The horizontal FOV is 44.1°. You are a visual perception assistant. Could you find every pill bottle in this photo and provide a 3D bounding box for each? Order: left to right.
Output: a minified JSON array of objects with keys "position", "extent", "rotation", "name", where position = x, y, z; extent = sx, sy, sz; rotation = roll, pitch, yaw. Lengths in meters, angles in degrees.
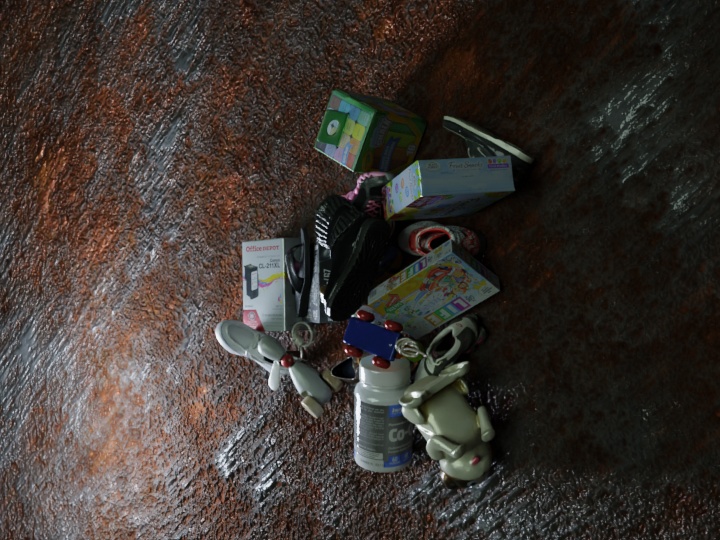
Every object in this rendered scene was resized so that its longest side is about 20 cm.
[{"position":[0.044,0.266,1.675],"extent":[0.114,0.114,0.201],"rotation":[16,113,42],"name":"pill bottle"}]

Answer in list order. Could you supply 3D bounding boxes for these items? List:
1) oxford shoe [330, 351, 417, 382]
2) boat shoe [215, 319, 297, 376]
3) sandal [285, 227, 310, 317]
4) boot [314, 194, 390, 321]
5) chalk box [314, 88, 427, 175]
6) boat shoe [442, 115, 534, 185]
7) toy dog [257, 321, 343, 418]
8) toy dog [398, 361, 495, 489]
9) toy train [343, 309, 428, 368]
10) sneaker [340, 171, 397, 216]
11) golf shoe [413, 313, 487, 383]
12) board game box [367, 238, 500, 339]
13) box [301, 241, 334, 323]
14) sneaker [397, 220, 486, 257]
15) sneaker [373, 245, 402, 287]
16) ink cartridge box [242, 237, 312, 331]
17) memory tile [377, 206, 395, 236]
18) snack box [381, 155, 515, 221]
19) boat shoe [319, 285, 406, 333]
[{"position":[0.027,0.188,1.744],"extent":[0.200,0.073,0.072],"rotation":[-23,73,40],"name":"oxford shoe"},{"position":[-0.214,0.160,1.901],"extent":[0.065,0.200,0.074],"rotation":[-20,48,49],"name":"boat shoe"},{"position":[-0.128,0.009,1.790],"extent":[0.075,0.048,0.201],"rotation":[-111,23,-57],"name":"sandal"},{"position":[-0.040,-0.025,1.637],"extent":[0.158,0.079,0.212],"rotation":[27,92,45],"name":"boot"},{"position":[0.006,-0.260,1.683],"extent":[0.124,0.200,0.125],"rotation":[36,114,37],"name":"chalk box"},{"position":[0.213,-0.217,1.575],"extent":[0.200,0.072,0.068],"rotation":[39,113,34],"name":"boat shoe"},{"position":[-0.126,0.217,1.859],"extent":[0.200,0.132,0.096],"rotation":[61,163,12],"name":"toy dog"},{"position":[0.154,0.286,1.555],"extent":[0.200,0.139,0.194],"rotation":[60,152,0],"name":"toy dog"},{"position":[0.075,0.141,1.599],"extent":[0.200,0.116,0.085],"rotation":[17,88,42],"name":"toy train"},{"position":[0.013,-0.118,1.691],"extent":[0.200,0.079,0.096],"rotation":[-38,52,54],"name":"sneaker"},{"position":[0.143,0.158,1.626],"extent":[0.077,0.088,0.200],"rotation":[50,123,29],"name":"golf shoe"},{"position":[0.130,0.037,1.595],"extent":[0.200,0.134,0.034],"rotation":[-34,36,31],"name":"board game box"},{"position":[-0.083,0.025,1.802],"extent":[0.200,0.043,0.161],"rotation":[168,101,-76],"name":"box"},{"position":[0.121,-0.057,1.634],"extent":[0.201,0.108,0.068],"rotation":[8,95,43],"name":"sneaker"},{"position":[0.000,0.000,1.773],"extent":[0.200,0.075,0.088],"rotation":[-41,58,32],"name":"sneaker"},{"position":[-0.183,0.030,1.939],"extent":[0.145,0.083,0.201],"rotation":[-3,88,44],"name":"ink cartridge box"},{"position":[0.017,-0.077,1.739],"extent":[0.200,0.017,0.153],"rotation":[-58,31,8],"name":"memory tile"},{"position":[0.145,-0.138,1.522],"extent":[0.200,0.168,0.068],"rotation":[156,109,-72],"name":"snack box"},{"position":[0.013,0.081,1.693],"extent":[0.071,0.199,0.070],"rotation":[-91,17,-63],"name":"boat shoe"}]
